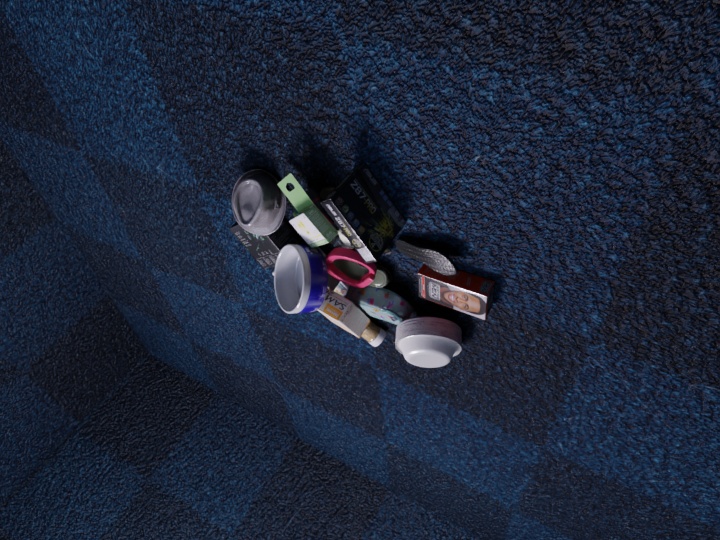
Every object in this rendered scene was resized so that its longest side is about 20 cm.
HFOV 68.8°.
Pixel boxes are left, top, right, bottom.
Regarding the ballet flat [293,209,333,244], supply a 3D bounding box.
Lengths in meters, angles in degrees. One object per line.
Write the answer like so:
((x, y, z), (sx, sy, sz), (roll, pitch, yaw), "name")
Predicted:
((-0.112, -0.119, 1.568), (0.200, 0.067, 0.067), (27, 153, 13), "ballet flat")

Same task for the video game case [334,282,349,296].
((-0.127, 0.035, 1.809), (0.200, 0.023, 0.182), (44, 147, -9), "video game case")

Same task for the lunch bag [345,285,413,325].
((0.063, 0.108, 1.640), (0.200, 0.077, 0.160), (19, 164, 30), "lunch bag")

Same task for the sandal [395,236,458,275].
((0.182, -0.051, 1.401), (0.200, 0.048, 0.075), (29, 150, 35), "sandal")

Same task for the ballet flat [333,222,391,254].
((0.000, -0.079, 1.451), (0.200, 0.072, 0.072), (35, 151, -29), "ballet flat")

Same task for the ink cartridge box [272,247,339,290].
((-0.174, 0.014, 1.725), (0.146, 0.086, 0.200), (49, 141, -16), "ink cartridge box")

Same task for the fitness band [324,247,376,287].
((-0.031, -0.008, 1.499), (0.144, 0.037, 0.200), (31, 158, -9), "fitness band")

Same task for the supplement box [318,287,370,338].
((-0.061, 0.129, 1.638), (0.126, 0.074, 0.200), (28, 170, 26), "supplement box")

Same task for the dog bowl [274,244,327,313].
((-0.176, 0.024, 1.533), (0.200, 0.079, 0.200), (-2, 88, 57), "dog bowl")

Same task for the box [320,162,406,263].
((0.012, -0.144, 1.329), (0.049, 0.161, 0.200), (-12, 122, 49), "box")

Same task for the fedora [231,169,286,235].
((-0.315, -0.196, 1.551), (0.177, 0.090, 0.200), (22, 107, 10), "fedora")

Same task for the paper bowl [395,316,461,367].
((0.205, 0.225, 1.592), (0.200, 0.104, 0.201), (6, 150, 3), "paper bowl")

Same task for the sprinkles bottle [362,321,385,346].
((-0.006, 0.181, 1.812), (0.200, 0.068, 0.068), (38, 148, -15), "sprinkles bottle")

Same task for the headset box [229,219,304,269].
((-0.312, -0.116, 1.729), (0.174, 0.093, 0.200), (-13, 123, 50), "headset box")

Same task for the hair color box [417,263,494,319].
((0.258, 0.051, 1.433), (0.200, 0.061, 0.102), (18, 142, 25), "hair color box")

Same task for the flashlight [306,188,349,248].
((-0.095, -0.136, 1.482), (0.200, 0.068, 0.068), (50, 122, 4), "flashlight")

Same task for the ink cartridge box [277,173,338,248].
((-0.159, -0.156, 1.422), (0.200, 0.048, 0.146), (50, 160, -13), "ink cartridge box")

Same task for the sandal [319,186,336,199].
((-0.032, -0.160, 1.448), (0.200, 0.054, 0.080), (39, 147, -3), "sandal")

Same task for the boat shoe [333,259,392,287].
((0.000, 0.000, 1.604), (0.201, 0.061, 0.072), (22, 106, 23), "boat shoe")
